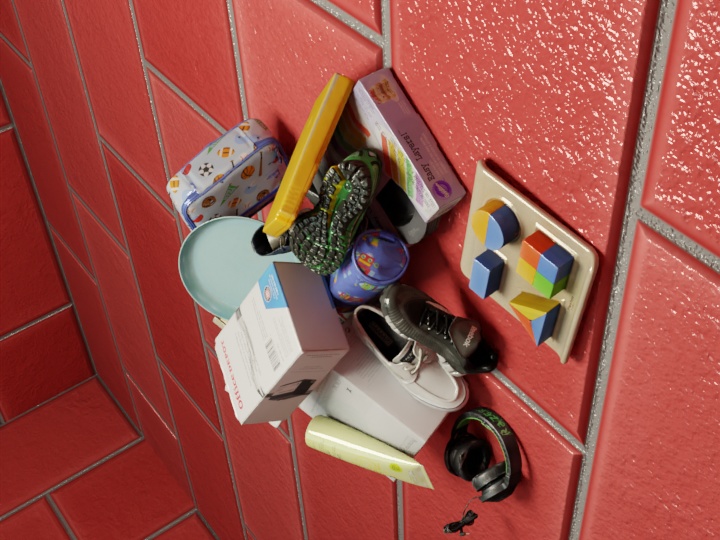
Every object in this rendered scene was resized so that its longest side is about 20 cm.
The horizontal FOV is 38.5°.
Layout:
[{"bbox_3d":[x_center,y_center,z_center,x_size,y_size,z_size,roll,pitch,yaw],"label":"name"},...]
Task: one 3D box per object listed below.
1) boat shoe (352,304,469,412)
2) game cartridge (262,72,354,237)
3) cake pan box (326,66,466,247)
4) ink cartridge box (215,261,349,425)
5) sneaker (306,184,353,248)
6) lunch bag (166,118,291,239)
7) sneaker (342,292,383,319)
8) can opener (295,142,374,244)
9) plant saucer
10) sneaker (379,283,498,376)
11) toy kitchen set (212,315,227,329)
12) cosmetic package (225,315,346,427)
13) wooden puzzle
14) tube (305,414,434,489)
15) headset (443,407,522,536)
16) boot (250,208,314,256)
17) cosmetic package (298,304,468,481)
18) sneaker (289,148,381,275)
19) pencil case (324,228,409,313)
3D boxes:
[{"bbox_3d":[0.067,0.118,1.423,0.200,0.072,0.066,46,178,13],"label":"boat shoe"},{"bbox_3d":[-0.070,-0.144,1.344,0.032,0.201,0.176,22,174,-9],"label":"game cartridge"},{"bbox_3d":[0.040,-0.132,1.333,0.201,0.052,0.184,59,158,6],"label":"cake pan box"},{"bbox_3d":[-0.114,0.104,1.447,0.200,0.083,0.146,-50,51,41],"label":"ink cartridge box"},{"bbox_3d":[-0.039,-0.076,1.533,0.200,0.060,0.104,42,146,28],"label":"sneaker"},{"bbox_3d":[-0.195,-0.135,1.611,0.076,0.200,0.160,49,170,29],"label":"lunch bag"},{"bbox_3d":[-0.014,0.054,1.601,0.200,0.075,0.082,35,144,45],"label":"sneaker"},{"bbox_3d":[-0.025,-0.121,1.474,0.200,0.067,0.053,63,140,31],"label":"can opener"},{"bbox_3d":[-0.183,-0.004,1.607,0.027,0.199,0.201,-80,-19,-56],"label":"plant saucer"},{"bbox_3d":[0.111,0.077,1.340,0.090,0.067,0.200,1,148,50],"label":"sneaker"},{"bbox_3d":[-0.099,0.065,1.738,0.200,0.180,0.163,39,116,12],"label":"toy kitchen set"},{"bbox_3d":[-0.116,0.132,1.607,0.113,0.081,0.200,34,123,8],"label":"cosmetic package"},{"bbox_3d":[0.180,-0.004,1.195,0.200,0.046,0.186,47,152,31],"label":"wooden puzzle"},{"bbox_3d":[0.013,0.265,1.493,0.199,0.058,0.052,18,103,27],"label":"tube"},{"bbox_3d":[0.164,0.293,1.482,0.123,0.094,0.201,39,136,41],"label":"headset"},{"bbox_3d":[-0.082,-0.047,1.448,0.200,0.097,0.075,-4,108,67],"label":"boot"},{"bbox_3d":[0.027,0.187,1.544,0.200,0.123,0.200,36,151,7],"label":"cosmetic package"},{"bbox_3d":[-0.024,-0.072,1.326,0.078,0.085,0.200,38,130,4],"label":"sneaker"},{"bbox_3d":[0.000,0.000,1.408,0.078,0.087,0.200,19,162,-13],"label":"pencil case"}]
